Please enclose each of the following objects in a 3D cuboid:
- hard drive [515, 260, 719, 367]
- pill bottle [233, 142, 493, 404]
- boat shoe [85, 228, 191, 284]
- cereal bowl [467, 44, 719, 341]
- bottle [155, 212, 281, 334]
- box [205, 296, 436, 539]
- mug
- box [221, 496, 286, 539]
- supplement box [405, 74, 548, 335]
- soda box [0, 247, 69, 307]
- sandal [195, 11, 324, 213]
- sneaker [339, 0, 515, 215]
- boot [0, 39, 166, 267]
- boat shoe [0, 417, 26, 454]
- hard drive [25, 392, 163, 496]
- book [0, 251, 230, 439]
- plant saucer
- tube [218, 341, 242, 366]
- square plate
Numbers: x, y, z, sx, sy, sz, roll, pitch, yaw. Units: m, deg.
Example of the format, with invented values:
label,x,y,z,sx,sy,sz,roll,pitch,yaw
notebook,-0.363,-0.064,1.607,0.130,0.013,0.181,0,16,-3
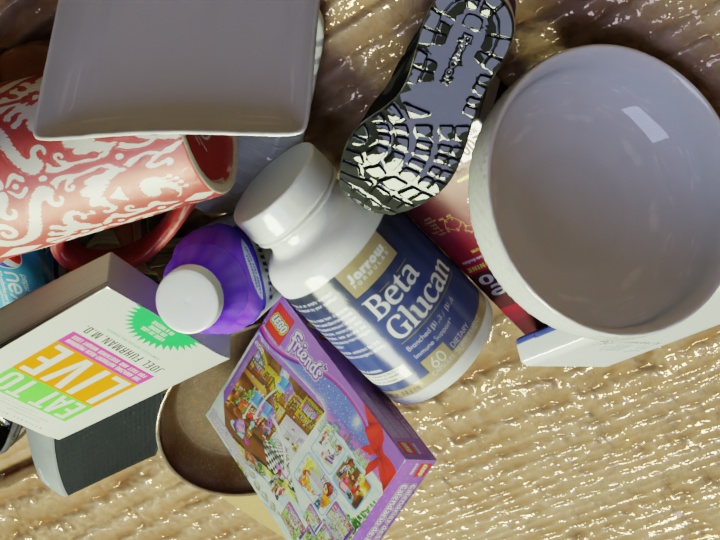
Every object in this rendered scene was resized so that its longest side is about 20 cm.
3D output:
label,x,y,z,sx,sy,sz,roll,pitch,yaw
hard drive,0.235,0.031,1.141,0.199,0.026,0.131,-26,160,37
pill bottle,0.000,0.000,1.137,0.111,0.112,0.200,-27,118,38
boat shoe,-0.150,0.012,1.274,0.198,0.077,0.072,0,134,19
cereal bowl,0.159,-0.048,1.030,0.199,0.201,0.083,31,161,-13
bottle,-0.106,0.005,1.136,0.065,0.200,0.084,-18,96,11
box,-0.037,0.134,1.208,0.039,0.200,0.137,8,123,-45
mug,-0.191,-0.084,1.096,0.198,0.135,0.177,-12,164,18
box,-0.072,0.188,1.466,0.163,0.021,0.200,36,135,-17
supplement box,0.114,-0.045,1.134,0.108,0.061,0.200,-26,122,37
soda box,-0.294,-0.009,1.313,0.067,0.064,0.201,8,137,11
sandal,-0.076,-0.127,1.132,0.082,0.050,0.203,16,126,-19
sneaker,0.054,-0.127,1.040,0.075,0.088,0.201,29,125,-6
boot,-0.241,-0.092,1.198,0.154,0.077,0.201,2,132,16
boat shoe,-0.351,0.102,1.446,0.071,0.065,0.201,14,136,8
hard drive,-0.245,0.131,1.395,0.042,0.134,0.201,52,152,31
book,-0.220,0.065,1.188,0.199,0.048,0.133,-27,136,31
plant saucer,-0.089,0.115,1.327,0.198,0.037,0.202,-13,128,-16
tube,-0.204,0.060,1.301,0.198,0.077,0.051,1,107,-21
square plate,-0.112,-0.177,0.997,0.196,0.202,0.028,1,161,18
